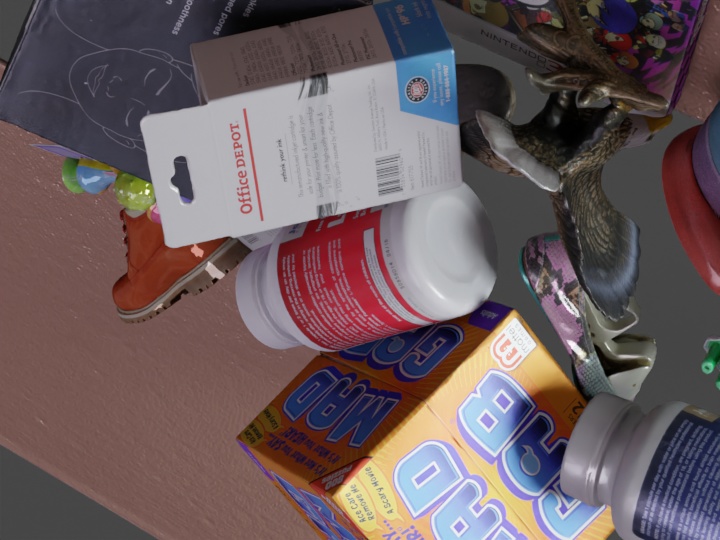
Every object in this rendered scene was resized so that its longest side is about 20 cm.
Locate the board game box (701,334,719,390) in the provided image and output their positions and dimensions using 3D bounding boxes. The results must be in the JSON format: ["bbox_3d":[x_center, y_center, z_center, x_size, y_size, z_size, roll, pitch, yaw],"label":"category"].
[{"bbox_3d":[0.363,0.121,1.375,0.199,0.026,0.200,-5,130,47],"label":"board game box"}]

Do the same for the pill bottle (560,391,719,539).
[{"bbox_3d":[0.251,0.161,1.407,0.199,0.111,0.111,22,145,24],"label":"pill bottle"}]

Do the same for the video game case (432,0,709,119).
[{"bbox_3d":[0.135,-0.199,1.229,0.180,0.036,0.201,26,146,13],"label":"video game case"}]

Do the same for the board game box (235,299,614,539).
[{"bbox_3d":[0.063,0.152,1.542,0.200,0.200,0.200,51,166,-22],"label":"board game box"}]

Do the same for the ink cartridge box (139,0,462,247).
[{"bbox_3d":[-0.040,-0.095,1.242,0.198,0.068,0.117,-13,133,-6],"label":"ink cartridge box"}]

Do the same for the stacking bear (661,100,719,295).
[{"bbox_3d":[0.284,-0.086,1.175,0.114,0.121,0.200,57,138,8],"label":"stacking bear"}]

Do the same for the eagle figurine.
[{"bbox_3d":[0.135,-0.069,1.254,0.150,0.153,0.201,12,143,-4],"label":"eagle figurine"}]

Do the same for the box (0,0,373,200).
[{"bbox_3d":[-0.118,-0.170,1.311,0.195,0.124,0.201,24,123,-13],"label":"box"}]

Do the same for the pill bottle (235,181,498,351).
[{"bbox_3d":[0.000,0.000,1.514,0.199,0.113,0.112,-18,121,41],"label":"pill bottle"}]

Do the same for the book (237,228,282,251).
[{"bbox_3d":[-0.081,-0.089,1.565,0.134,0.048,0.200,42,148,-15],"label":"book"}]

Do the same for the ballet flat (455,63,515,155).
[{"bbox_3d":[0.035,-0.096,1.422,0.199,0.046,0.068,-25,72,33],"label":"ballet flat"}]

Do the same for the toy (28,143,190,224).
[{"bbox_3d":[-0.169,-0.065,1.563,0.199,0.048,0.115,12,174,44],"label":"toy"}]

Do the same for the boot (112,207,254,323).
[{"bbox_3d":[-0.180,-0.023,1.727,0.107,0.075,0.200,50,142,-7],"label":"boot"}]

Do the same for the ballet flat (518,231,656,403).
[{"bbox_3d":[0.184,0.048,1.485,0.071,0.069,0.201,-10,129,24],"label":"ballet flat"}]
